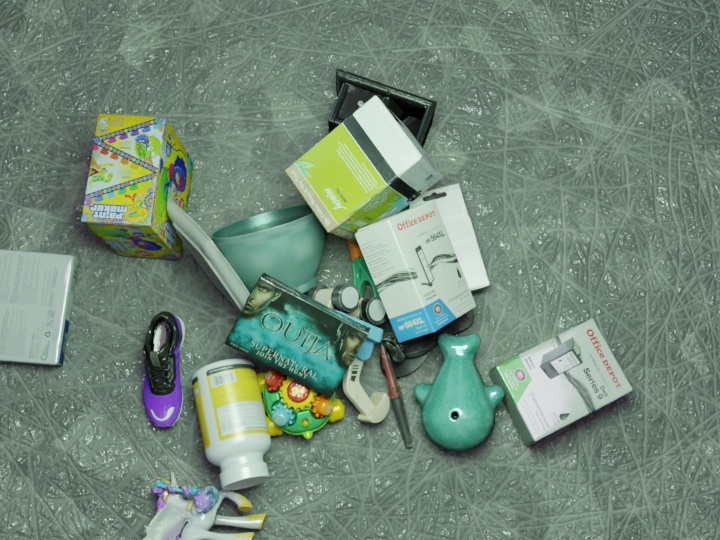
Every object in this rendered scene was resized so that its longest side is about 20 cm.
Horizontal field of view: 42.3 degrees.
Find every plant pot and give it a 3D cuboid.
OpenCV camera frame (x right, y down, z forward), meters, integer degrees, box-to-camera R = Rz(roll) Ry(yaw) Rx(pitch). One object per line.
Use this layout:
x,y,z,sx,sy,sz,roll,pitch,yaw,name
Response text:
-0.147,-0.024,1.627,0.198,0.200,0.135,-17,103,-6,plant pot

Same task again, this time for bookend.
0.016,-0.240,1.726,0.198,0.092,0.200,20,76,4,bookend

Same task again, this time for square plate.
-0.248,-0.012,1.563,0.028,0.199,0.200,-39,39,-11,square plate

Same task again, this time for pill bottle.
-0.213,0.259,1.565,0.111,0.112,0.202,-13,69,-5,pill bottle

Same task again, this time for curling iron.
0.066,0.209,1.618,0.025,0.049,0.202,-11,94,-45,curling iron

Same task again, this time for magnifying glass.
0.000,0.000,1.679,0.022,0.080,0.202,-1,62,-26,magnifying glass

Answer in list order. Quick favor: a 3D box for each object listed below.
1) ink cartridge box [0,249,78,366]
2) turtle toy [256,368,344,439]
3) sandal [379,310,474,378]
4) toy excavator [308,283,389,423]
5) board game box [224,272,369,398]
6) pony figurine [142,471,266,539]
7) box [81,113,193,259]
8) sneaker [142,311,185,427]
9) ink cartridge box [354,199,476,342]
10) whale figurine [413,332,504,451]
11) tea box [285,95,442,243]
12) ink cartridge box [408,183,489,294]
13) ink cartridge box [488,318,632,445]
-0.614,0.064,1.650,0.198,0.043,0.198,5,76,1,ink cartridge box
-0.111,0.190,1.603,0.144,0.101,0.202,-13,76,-6,turtle toy
0.114,0.115,1.661,0.200,0.043,0.076,-37,80,-11,sandal
-0.018,0.142,1.594,0.194,0.099,0.202,25,73,-35,toy excavator
-0.103,0.106,1.514,0.199,0.028,0.136,27,109,-9,board game box
-0.274,0.430,1.525,0.198,0.168,0.194,17,43,6,pony figurine
-0.383,-0.141,1.625,0.121,0.200,0.195,4,75,5,box
-0.345,0.166,1.601,0.069,0.100,0.202,-2,75,0,sneaker
0.094,-0.001,1.572,0.146,0.084,0.202,-25,94,-49,ink cartridge box
0.166,0.207,1.591,0.157,0.104,0.202,2,86,12,whale figurine
0.010,-0.162,1.566,0.196,0.200,0.134,-37,78,10,tea box
0.155,-0.048,1.703,0.108,0.050,0.202,-13,75,-5,ink cartridge box
0.348,0.193,1.627,0.199,0.084,0.147,-26,77,-8,ink cartridge box
